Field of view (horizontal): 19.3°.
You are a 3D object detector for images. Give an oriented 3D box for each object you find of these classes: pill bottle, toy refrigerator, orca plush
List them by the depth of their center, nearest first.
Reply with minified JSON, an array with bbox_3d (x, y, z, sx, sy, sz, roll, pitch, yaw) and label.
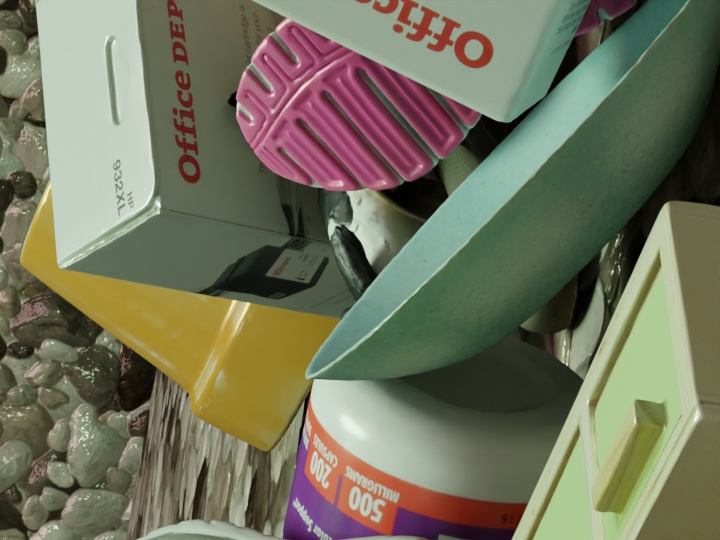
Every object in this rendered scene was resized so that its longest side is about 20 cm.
[{"bbox_3d":[0.084,0.080,0.594,0.201,0.069,0.076,109,167,-45],"label":"toy refrigerator"},{"bbox_3d":[0.021,0.128,0.800,0.113,0.112,0.201,-104,24,-67],"label":"pill bottle"},{"bbox_3d":[0.000,0.000,0.929,0.200,0.105,0.071,51,122,17],"label":"orca plush"}]

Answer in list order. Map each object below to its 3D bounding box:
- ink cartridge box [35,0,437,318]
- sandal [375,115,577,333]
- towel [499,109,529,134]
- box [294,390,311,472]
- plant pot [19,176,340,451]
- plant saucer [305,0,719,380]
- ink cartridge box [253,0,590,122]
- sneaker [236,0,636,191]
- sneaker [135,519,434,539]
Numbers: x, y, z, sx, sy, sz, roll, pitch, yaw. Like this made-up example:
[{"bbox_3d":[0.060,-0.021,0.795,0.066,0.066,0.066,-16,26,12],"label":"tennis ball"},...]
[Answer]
[{"bbox_3d":[-0.050,-0.065,1.024,0.084,0.199,0.146,-27,62,41],"label":"ink cartridge box"},{"bbox_3d":[0.028,-0.047,0.893,0.082,0.054,0.201,88,159,-53],"label":"sandal"},{"bbox_3d":[0.076,-0.144,0.987,0.145,0.022,0.201,-97,19,-58],"label":"towel"},{"bbox_3d":[-0.003,0.126,1.147,0.200,0.046,0.160,136,142,-75],"label":"box"},{"bbox_3d":[-0.093,-0.022,1.254,0.201,0.182,0.200,-64,4,9],"label":"plant pot"},{"bbox_3d":[0.063,-0.024,0.719,0.201,0.039,0.201,-47,4,4],"label":"plant saucer"},{"bbox_3d":[0.034,-0.171,0.728,0.201,0.144,0.084,-66,-8,17],"label":"ink cartridge box"},{"bbox_3d":[0.041,-0.101,0.836,0.082,0.199,0.088,57,-161,-10],"label":"sneaker"},{"bbox_3d":[-0.053,0.128,0.732,0.199,0.082,0.075,-16,91,40],"label":"sneaker"}]
